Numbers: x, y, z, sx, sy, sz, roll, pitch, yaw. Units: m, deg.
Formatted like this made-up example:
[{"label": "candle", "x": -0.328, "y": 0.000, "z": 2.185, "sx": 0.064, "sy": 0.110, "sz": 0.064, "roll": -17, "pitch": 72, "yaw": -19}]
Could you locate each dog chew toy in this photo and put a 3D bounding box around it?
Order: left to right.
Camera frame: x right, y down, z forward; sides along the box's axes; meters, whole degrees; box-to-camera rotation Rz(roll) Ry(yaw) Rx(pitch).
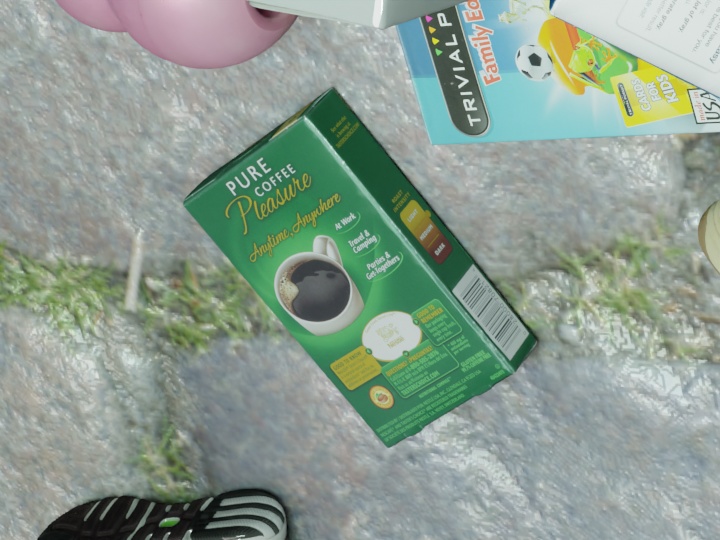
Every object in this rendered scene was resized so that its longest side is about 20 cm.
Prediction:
[{"label": "dog chew toy", "x": -0.125, "y": -0.185, "z": 1.536, "sx": 0.199, "sy": 0.124, "sz": 0.125, "roll": 15, "pitch": 128, "yaw": 31}]

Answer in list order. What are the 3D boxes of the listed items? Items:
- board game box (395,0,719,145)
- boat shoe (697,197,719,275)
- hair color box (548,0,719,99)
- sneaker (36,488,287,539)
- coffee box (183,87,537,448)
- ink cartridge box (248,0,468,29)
[{"label": "board game box", "x": 0.112, "y": -0.146, "z": 1.462, "sx": 0.199, "sy": 0.047, "sz": 0.152, "roll": -2, "pitch": 119, "yaw": 32}, {"label": "boat shoe", "x": 0.271, "y": 0.024, "z": 1.466, "sx": 0.200, "sy": 0.071, "sz": 0.065, "roll": 42, "pitch": 133, "yaw": 1}, {"label": "hair color box", "x": 0.204, "y": -0.135, "z": 1.358, "sx": 0.199, "sy": 0.061, "sz": 0.100, "roll": 26, "pitch": 118, "yaw": -7}, {"label": "sneaker", "x": -0.123, "y": 0.214, "z": 1.834, "sx": 0.199, "sy": 0.076, "sz": 0.116, "roll": -6, "pitch": 120, "yaw": 33}, {"label": "coffee box", "x": 0.000, "y": 0.000, "z": 1.631, "sx": 0.200, "sy": 0.044, "sz": 0.123, "roll": 49, "pitch": 131, "yaw": -7}, {"label": "ink cartridge box", "x": 0.018, "y": -0.231, "z": 1.359, "sx": 0.082, "sy": 0.146, "sz": 0.201, "roll": 14, "pitch": 109, "yaw": 24}]
